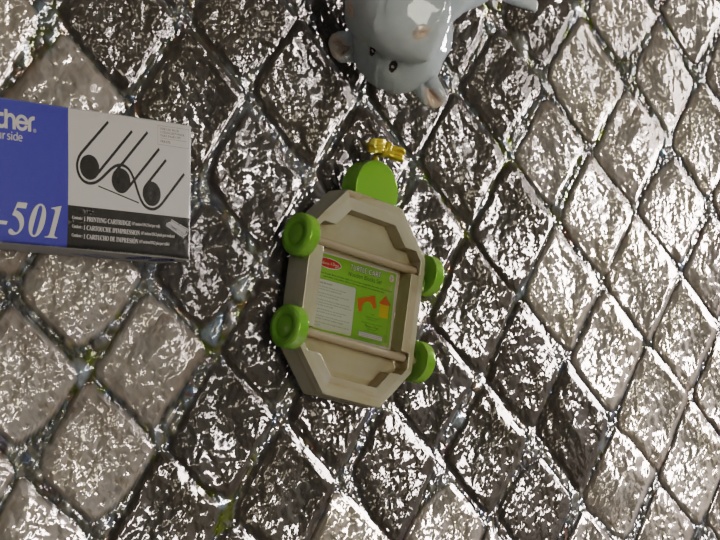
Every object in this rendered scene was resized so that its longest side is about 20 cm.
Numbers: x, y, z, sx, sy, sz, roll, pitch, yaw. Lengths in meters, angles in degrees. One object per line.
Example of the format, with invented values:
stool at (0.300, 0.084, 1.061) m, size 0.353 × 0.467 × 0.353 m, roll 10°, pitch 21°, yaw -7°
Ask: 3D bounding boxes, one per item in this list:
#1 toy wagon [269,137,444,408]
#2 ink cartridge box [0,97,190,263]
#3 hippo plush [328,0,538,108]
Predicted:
toy wagon at (0.000, 0.000, 1.602) m, size 0.154 × 0.039 × 0.202 m, roll 18°, pitch 75°, yaw -45°
ink cartridge box at (-0.198, -0.058, 1.390) m, size 0.199 × 0.044 × 0.095 m, roll 4°, pitch 83°, yaw -46°
hippo plush at (0.033, -0.224, 1.605) m, size 0.161 × 0.159 × 0.200 m, roll -53°, pitch 168°, yaw -13°
